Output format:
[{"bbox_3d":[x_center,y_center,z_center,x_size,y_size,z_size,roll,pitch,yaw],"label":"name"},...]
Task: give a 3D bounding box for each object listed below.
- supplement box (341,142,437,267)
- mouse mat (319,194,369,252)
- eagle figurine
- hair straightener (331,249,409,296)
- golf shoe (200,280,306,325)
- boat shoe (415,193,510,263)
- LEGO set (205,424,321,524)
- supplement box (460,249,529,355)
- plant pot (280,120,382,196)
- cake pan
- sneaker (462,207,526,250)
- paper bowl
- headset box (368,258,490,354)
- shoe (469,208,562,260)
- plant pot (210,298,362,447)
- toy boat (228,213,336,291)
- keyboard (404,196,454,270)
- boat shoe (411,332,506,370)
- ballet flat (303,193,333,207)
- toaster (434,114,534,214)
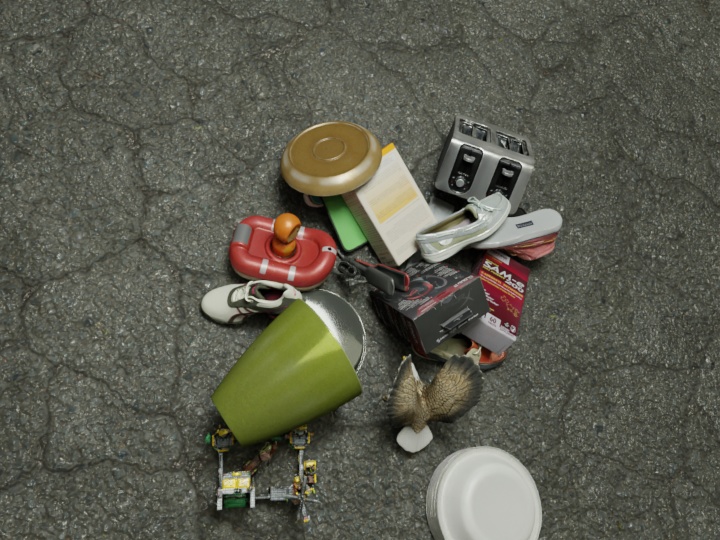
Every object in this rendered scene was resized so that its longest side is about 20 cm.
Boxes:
[{"bbox_3d":[0.054,-0.125,1.115,0.125,0.073,0.202,-35,101,-21],"label":"supplement box"},{"bbox_3d":[-0.007,-0.158,1.132,0.159,0.007,0.203,-29,101,-24],"label":"mouse mat"},{"bbox_3d":[0.104,0.214,0.973,0.150,0.200,0.152,40,69,1],"label":"eagle figurine"},{"bbox_3d":[0.000,0.000,1.057,0.076,0.042,0.199,-15,30,-36],"label":"hair straightener"},{"bbox_3d":[-0.197,0.045,1.007,0.195,0.089,0.079,-2,62,9],"label":"golf shoe"},{"bbox_3d":[0.197,-0.091,1.083,0.199,0.065,0.075,-30,34,-3],"label":"boat shoe"},{"bbox_3d":[-0.157,0.316,0.917,0.195,0.116,0.157,10,68,-10],"label":"LEGO set"},{"bbox_3d":[0.262,0.053,1.119,0.107,0.061,0.202,29,47,-2],"label":"supplement box"},{"bbox_3d":[-0.057,-0.220,1.066,0.195,0.028,0.203,-3,51,4],"label":"plant pot"},{"bbox_3d":[-0.080,0.126,1.051,0.196,0.037,0.205,5,69,-12],"label":"cake pan"},{"bbox_3d":[0.281,-0.099,1.193,0.196,0.090,0.071,-15,74,-18],"label":"sneaker"},{"bbox_3d":[0.221,0.411,0.986,0.196,0.105,0.205,5,68,-12],"label":"paper bowl"},{"bbox_3d":[0.125,0.058,1.028,0.147,0.199,0.076,-31,113,-16],"label":"headset box"},{"bbox_3d":[0.304,-0.058,1.143,0.195,0.092,0.072,-12,49,-2],"label":"shoe"},{"bbox_3d":[-0.129,0.180,0.904,0.198,0.187,0.188,-34,81,-18],"label":"plant pot"},{"bbox_3d":[-0.137,-0.051,1.041,0.196,0.132,0.133,13,52,-9],"label":"toy boat"},{"bbox_3d":[0.146,-0.064,1.193,0.055,0.011,0.203,26,67,-9],"label":"keyboard"},{"bbox_3d":[0.198,0.148,1.098,0.196,0.063,0.073,10,66,-11],"label":"boat shoe"},{"bbox_3d":[-0.033,-0.180,1.160,0.197,0.070,0.070,-25,77,-23],"label":"ballet flat"},{"bbox_3d":[0.258,-0.225,1.186,0.177,0.120,0.201,20,33,1],"label":"toaster"}]
